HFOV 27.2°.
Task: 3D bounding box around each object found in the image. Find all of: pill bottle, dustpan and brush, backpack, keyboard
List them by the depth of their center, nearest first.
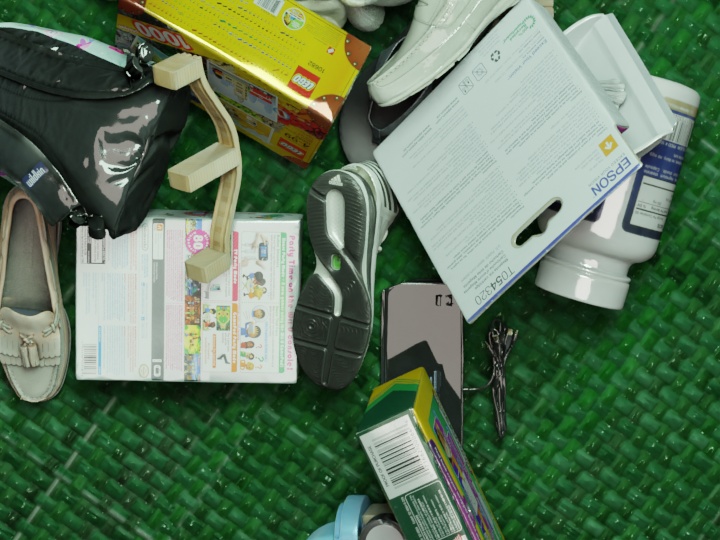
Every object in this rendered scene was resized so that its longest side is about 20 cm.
[{"bbox_3d":[0.155,-0.111,1.260,0.200,0.057,0.140,-46,52,32],"label":"dustpan and brush"},{"bbox_3d":[-0.259,-0.128,1.274,0.198,0.127,0.168,23,86,11],"label":"backpack"},{"bbox_3d":[0.219,-0.073,1.311,0.110,0.111,0.202,16,95,-3],"label":"pill bottle"},{"bbox_3d":[0.081,0.109,1.374,0.126,0.021,0.202,1,97,5],"label":"keyboard"}]

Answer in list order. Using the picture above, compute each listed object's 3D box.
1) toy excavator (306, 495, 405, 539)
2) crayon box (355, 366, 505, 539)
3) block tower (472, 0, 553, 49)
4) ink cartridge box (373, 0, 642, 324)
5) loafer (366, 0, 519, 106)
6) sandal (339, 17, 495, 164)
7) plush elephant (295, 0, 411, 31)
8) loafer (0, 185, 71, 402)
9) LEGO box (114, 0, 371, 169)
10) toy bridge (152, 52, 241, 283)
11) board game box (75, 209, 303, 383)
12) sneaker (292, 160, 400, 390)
[{"bbox_3d":[-0.042,0.303,1.364,0.198,0.100,0.197,0,94,12],"label":"toy excavator"},{"bbox_3d":[0.068,0.199,1.288,0.058,0.173,0.201,-24,94,7],"label":"crayon box"},{"bbox_3d":[0.134,-0.231,1.311,0.054,0.058,0.202,-5,99,-30],"label":"block tower"},{"bbox_3d":[0.122,-0.089,1.229,0.196,0.043,0.201,-43,56,23],"label":"ink cartridge box"},{"bbox_3d":[0.074,-0.220,1.237,0.200,0.070,0.070,-45,106,4],"label":"loafer"},{"bbox_3d":[0.041,-0.171,1.307,0.076,0.043,0.201,36,114,6],"label":"sandal"},{"bbox_3d":[-0.024,-0.277,1.271,0.153,0.200,0.167,-1,83,21],"label":"plush elephant"},{"bbox_3d":[-0.299,0.022,1.333,0.071,0.063,0.202,0,96,-2],"label":"loafer"},{"bbox_3d":[-0.104,-0.185,1.265,0.199,0.149,0.078,30,75,-4],"label":"LEGO box"},{"bbox_3d":[-0.129,-0.087,1.252,0.027,0.067,0.202,17,126,35],"label":"toy bridge"},{"bbox_3d":[-0.152,0.022,1.337,0.198,0.064,0.149,2,97,0],"label":"board game box"},{"bbox_3d":[0.000,0.000,1.317,0.075,0.115,0.203,14,111,22],"label":"sneaker"}]
